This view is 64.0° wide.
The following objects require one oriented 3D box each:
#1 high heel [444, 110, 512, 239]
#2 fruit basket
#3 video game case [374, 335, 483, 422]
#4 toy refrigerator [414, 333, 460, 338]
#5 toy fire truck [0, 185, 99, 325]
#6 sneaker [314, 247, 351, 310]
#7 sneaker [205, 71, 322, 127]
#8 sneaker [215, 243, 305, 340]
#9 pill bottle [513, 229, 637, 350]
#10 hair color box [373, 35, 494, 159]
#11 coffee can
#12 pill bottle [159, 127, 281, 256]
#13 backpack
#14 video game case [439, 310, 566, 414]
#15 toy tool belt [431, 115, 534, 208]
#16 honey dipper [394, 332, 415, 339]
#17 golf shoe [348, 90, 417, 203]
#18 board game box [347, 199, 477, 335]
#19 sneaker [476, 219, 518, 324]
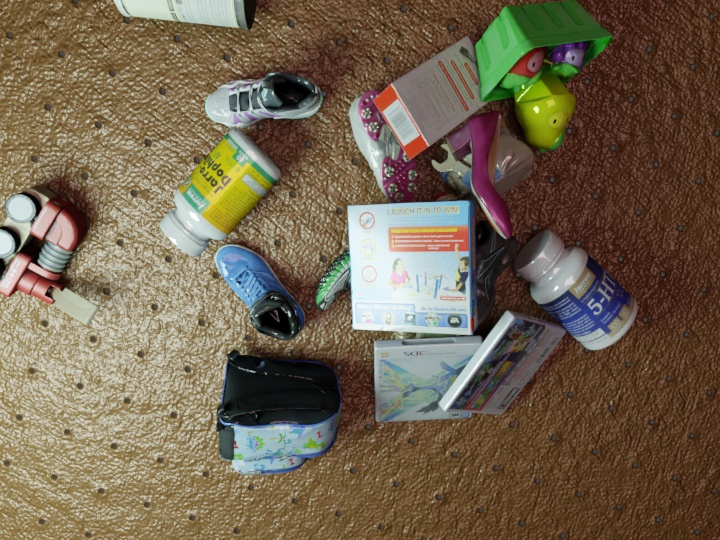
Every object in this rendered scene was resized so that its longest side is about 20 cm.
[{"bbox_3d":[0.207,-0.150,0.871,0.095,0.067,0.203,-27,72,11],"label":"high heel"},{"bbox_3d":[0.296,-0.305,0.921,0.211,0.155,0.220,7,69,-19],"label":"fruit basket"},{"bbox_3d":[0.113,0.192,0.999,0.178,0.022,0.203,-3,131,-1],"label":"video game case"},{"bbox_3d":[0.137,0.072,1.017,0.074,0.070,0.205,1,98,-4],"label":"toy refrigerator"},{"bbox_3d":[-0.506,-0.015,0.952,0.198,0.129,0.178,33,94,-18],"label":"toy fire truck"},{"bbox_3d":[0.000,0.000,0.996,0.199,0.078,0.085,-42,98,2],"label":"sneaker"},{"bbox_3d":[-0.159,-0.280,0.919,0.195,0.140,0.080,-10,98,-2],"label":"sneaker"},{"bbox_3d":[-0.172,0.037,0.973,0.077,0.111,0.201,-41,97,3],"label":"sneaker"},{"bbox_3d":[0.367,0.030,1.000,0.199,0.120,0.120,40,94,-7],"label":"pill bottle"},{"bbox_3d":[0.126,-0.280,0.930,0.199,0.064,0.112,-39,99,-29],"label":"hair color box"},{"bbox_3d":[-0.266,-0.460,0.887,0.195,0.146,0.150,4,97,-4],"label":"coffee can"},{"bbox_3d":[-0.233,-0.124,0.949,0.113,0.113,0.200,43,94,-7],"label":"pill bottle"},{"bbox_3d":[-0.132,0.240,0.973,0.195,0.184,0.150,1,120,-7],"label":"backpack"},{"bbox_3d":[0.245,0.164,0.986,0.180,0.023,0.202,15,115,-43],"label":"video game case"},{"bbox_3d":[0.186,-0.176,0.979,0.198,0.125,0.124,-31,67,-2],"label":"toy tool belt"},{"bbox_3d":[0.068,0.030,0.995,0.037,0.038,0.204,-9,114,-2],"label":"honey dipper"},{"bbox_3d":[0.038,-0.203,0.977,0.074,0.091,0.203,-27,111,-18],"label":"golf shoe"},{"bbox_3d":[0.081,-0.007,0.903,0.196,0.056,0.201,1,98,22],"label":"board game box"},{"bbox_3d":[0.191,0.007,0.963,0.079,0.075,0.202,39,65,-21],"label":"sneaker"}]
